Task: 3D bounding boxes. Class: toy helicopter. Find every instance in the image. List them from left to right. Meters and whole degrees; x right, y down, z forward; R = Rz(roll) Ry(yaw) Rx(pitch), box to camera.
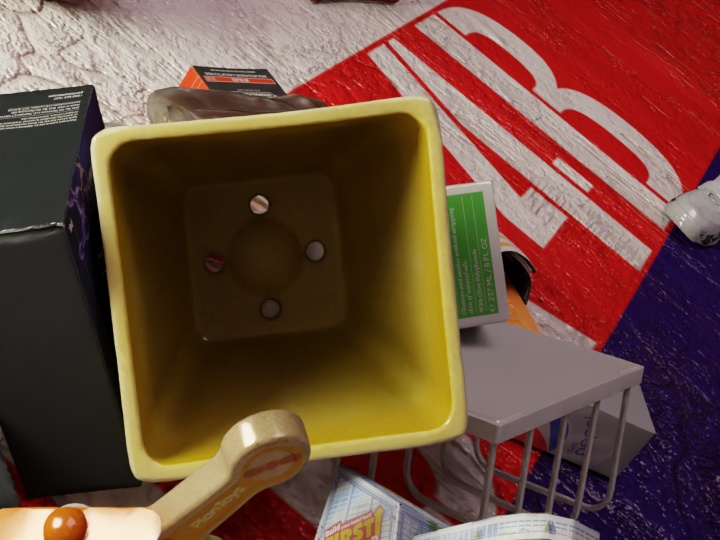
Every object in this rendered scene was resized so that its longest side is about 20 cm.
[{"bbox_3d":[-0.110,0.136,0.731,0.132,0.200,0.079,30,28,-43],"label":"toy helicopter"}]

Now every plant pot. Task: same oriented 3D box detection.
[{"bbox_3d":[-0.056,0.001,0.851,0.192,0.197,0.200,-7,6,-8],"label":"plant pot"}]

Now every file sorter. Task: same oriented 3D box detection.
[{"bbox_3d":[0.088,0.125,0.979,0.138,0.126,0.199,18,19,36],"label":"file sorter"}]

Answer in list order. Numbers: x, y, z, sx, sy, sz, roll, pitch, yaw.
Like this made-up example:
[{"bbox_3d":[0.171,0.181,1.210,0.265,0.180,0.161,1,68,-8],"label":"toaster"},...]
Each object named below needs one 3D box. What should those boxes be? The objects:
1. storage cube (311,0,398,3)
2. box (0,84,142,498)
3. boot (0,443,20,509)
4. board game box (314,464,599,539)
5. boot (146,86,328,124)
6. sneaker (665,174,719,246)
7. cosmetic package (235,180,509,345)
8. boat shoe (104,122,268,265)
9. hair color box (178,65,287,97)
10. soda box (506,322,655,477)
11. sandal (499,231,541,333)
[{"bbox_3d":[-0.013,-0.436,1.584,0.200,0.181,0.170,49,34,21],"label":"storage cube"},{"bbox_3d":[-0.180,0.014,0.819,0.078,0.202,0.142,-4,39,4],"label":"box"},{"bbox_3d":[-0.291,0.082,0.742,0.167,0.076,0.202,1,52,-49],"label":"boot"},{"bbox_3d":[0.030,0.195,0.733,0.061,0.199,0.202,33,50,-34],"label":"board game box"},{"bbox_3d":[-0.054,-0.084,1.070,0.186,0.065,0.199,37,21,28],"label":"boot"},{"bbox_3d":[0.451,-0.100,1.659,0.199,0.115,0.075,-12,55,-50],"label":"sneaker"},{"bbox_3d":[0.000,0.000,1.010,0.197,0.085,0.109,-9,91,-12],"label":"cosmetic package"},{"bbox_3d":[-0.138,-0.039,1.059,0.198,0.076,0.072,25,36,-2],"label":"boat shoe"},{"bbox_3d":[-0.075,-0.089,1.187,0.101,0.061,0.201,-8,53,-49],"label":"hair color box"},{"bbox_3d":[0.149,0.103,1.154,0.198,0.064,0.069,24,32,-21],"label":"soda box"},{"bbox_3d":[0.135,0.011,1.264,0.078,0.059,0.208,4,44,-41],"label":"sandal"}]
